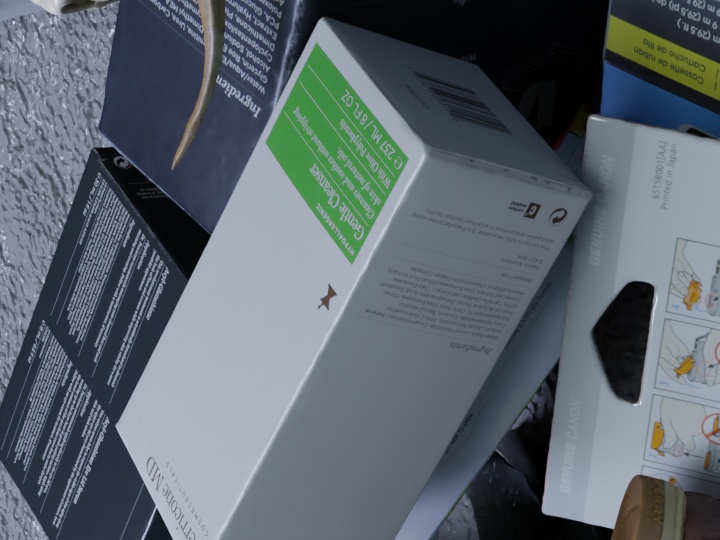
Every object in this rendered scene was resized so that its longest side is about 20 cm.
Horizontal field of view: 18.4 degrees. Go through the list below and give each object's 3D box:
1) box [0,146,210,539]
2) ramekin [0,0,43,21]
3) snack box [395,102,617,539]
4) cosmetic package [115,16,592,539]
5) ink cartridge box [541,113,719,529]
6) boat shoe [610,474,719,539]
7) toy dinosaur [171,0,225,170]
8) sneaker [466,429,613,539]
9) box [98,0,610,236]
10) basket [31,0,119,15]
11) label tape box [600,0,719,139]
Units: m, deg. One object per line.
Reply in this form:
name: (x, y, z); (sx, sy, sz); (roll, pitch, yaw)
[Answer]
box: (-0.099, 0.058, 1.095); (0.141, 0.079, 0.200); (54, 134, 36)
ramekin: (-0.224, -0.233, 1.258); (0.200, 0.098, 0.201); (21, 119, 44)
snack box: (0.052, 0.036, 0.960); (0.053, 0.142, 0.200); (34, 117, 3)
cosmetic package: (-0.007, 0.019, 0.865); (0.200, 0.085, 0.108); (-62, 37, 20)
ink cartridge box: (0.167, 0.031, 0.857); (0.173, 0.044, 0.200); (14, 126, 15)
boat shoe: (0.129, 0.164, 0.906); (0.072, 0.072, 0.200); (-82, -1, -51)
toy dinosaur: (-0.065, -0.152, 0.839); (0.106, 0.060, 0.200); (129, 126, -73)
sneaker: (0.112, 0.166, 1.040); (0.104, 0.060, 0.200); (-26, 82, 55)
box: (0.010, -0.131, 0.943); (0.117, 0.197, 0.200); (40, 130, 35)
basket: (-0.106, -0.211, 1.053); (0.123, 0.200, 0.136); (37, 128, 30)
label tape box: (0.172, -0.120, 0.863); (0.143, 0.066, 0.200); (30, 130, 39)
